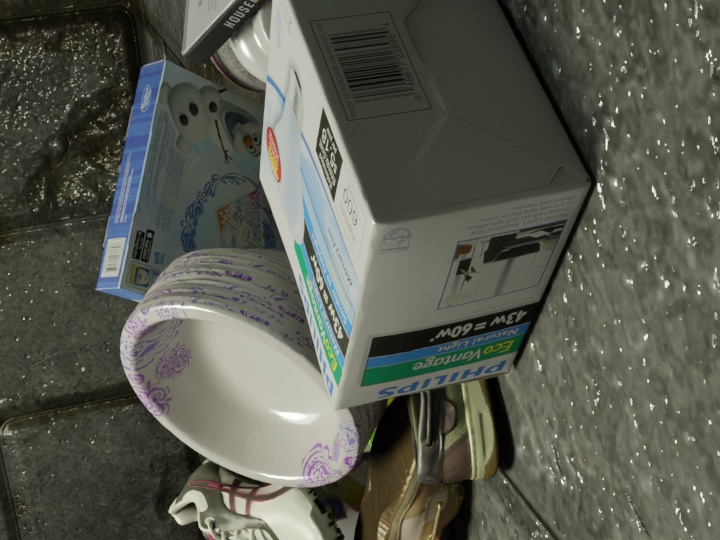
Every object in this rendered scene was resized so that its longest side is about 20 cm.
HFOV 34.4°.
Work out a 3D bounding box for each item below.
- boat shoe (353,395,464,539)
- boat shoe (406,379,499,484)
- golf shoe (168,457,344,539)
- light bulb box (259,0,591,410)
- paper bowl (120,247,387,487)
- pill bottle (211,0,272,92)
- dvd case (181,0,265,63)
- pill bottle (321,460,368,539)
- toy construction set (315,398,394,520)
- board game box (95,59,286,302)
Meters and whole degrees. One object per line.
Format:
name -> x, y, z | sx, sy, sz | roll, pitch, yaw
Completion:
boat shoe -> 0.044, 0.171, 0.906 | 0.074, 0.066, 0.200 | -114, 31, -48
boat shoe -> 0.044, 0.051, 0.814 | 0.072, 0.066, 0.201 | 114, 144, -71
golf shoe -> -0.084, 0.216, 0.996 | 0.200, 0.088, 0.077 | 15, 138, 52
light bulb box -> 0.024, -0.054, 0.703 | 0.200, 0.124, 0.199 | 102, 154, -54
paper bowl -> -0.071, 0.064, 0.881 | 0.201, 0.200, 0.104 | 95, -160, -47
pill bottle -> -0.063, -0.204, 0.960 | 0.200, 0.110, 0.111 | -154, 55, -73
dvd case -> -0.070, -0.265, 0.862 | 0.200, 0.025, 0.151 | -34, 47, 45
pill bottle -> -0.032, 0.237, 1.148 | 0.200, 0.116, 0.116 | 113, 144, -65
toy construction set -> -0.042, 0.113, 1.021 | 0.200, 0.131, 0.092 | 49, -179, -7
board game box -> -0.124, -0.055, 1.032 | 0.043, 0.199, 0.201 | -3, 73, 45
